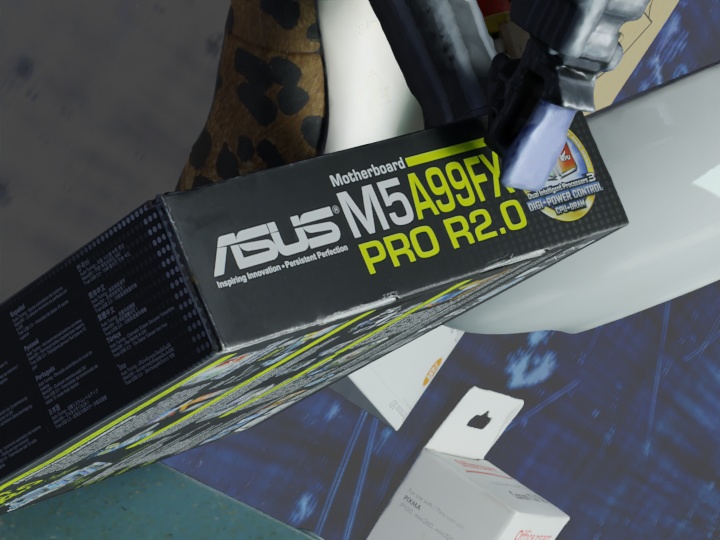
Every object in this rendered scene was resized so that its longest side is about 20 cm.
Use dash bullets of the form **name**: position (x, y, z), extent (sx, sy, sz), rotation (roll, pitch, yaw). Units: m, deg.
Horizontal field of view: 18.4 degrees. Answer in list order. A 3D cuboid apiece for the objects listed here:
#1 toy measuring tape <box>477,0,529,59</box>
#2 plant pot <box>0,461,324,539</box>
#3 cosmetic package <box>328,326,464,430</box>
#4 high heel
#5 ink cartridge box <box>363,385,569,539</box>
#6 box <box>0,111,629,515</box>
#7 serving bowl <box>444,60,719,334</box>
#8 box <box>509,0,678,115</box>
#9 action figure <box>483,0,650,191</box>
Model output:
- **toy measuring tape**: position (0.031, -0.069, 0.830), extent (0.074, 0.074, 0.200), rotation (-62, 167, 16)
- **plant pot**: position (-0.096, 0.172, 0.762), extent (0.200, 0.196, 0.196), rotation (-59, 162, -21)
- **cosmetic package**: position (0.000, 0.000, 0.905), extent (0.083, 0.051, 0.200), rotation (-54, 160, -6)
- **high heel**: position (-0.028, -0.086, 0.724), extent (0.071, 0.143, 0.200), rotation (-18, 175, -34)
- **ink cartridge box**: position (0.046, 0.167, 1.238), extent (0.200, 0.067, 0.116), rotation (-58, 160, 5)
- **box**: position (-0.043, 0.018, 0.653), extent (0.160, 0.044, 0.200), rotation (-16, 170, -42)
- **serving bowl**: position (0.100, -0.023, 0.776), extent (0.200, 0.066, 0.200), rotation (-21, 178, -1)
- **box**: position (0.117, -0.135, 1.010), extent (0.200, 0.021, 0.163), rotation (-58, 160, 3)
- **action figure**: position (0.034, -0.123, 0.556), extent (0.105, 0.193, 0.200), rotation (0, 114, -50)
